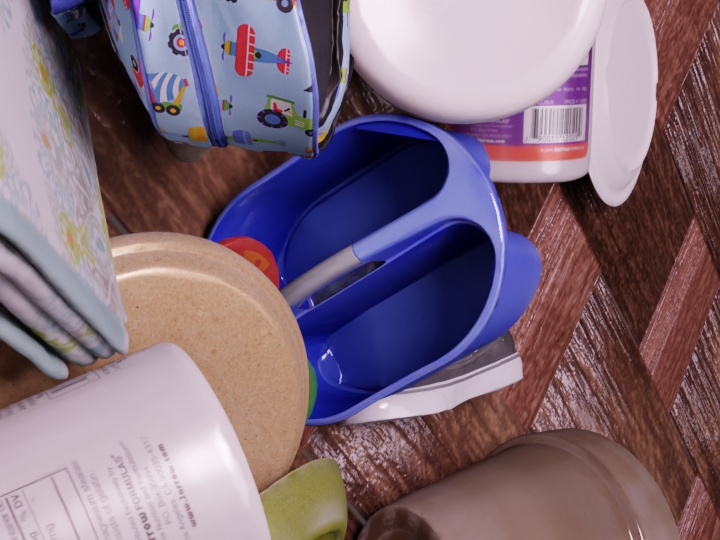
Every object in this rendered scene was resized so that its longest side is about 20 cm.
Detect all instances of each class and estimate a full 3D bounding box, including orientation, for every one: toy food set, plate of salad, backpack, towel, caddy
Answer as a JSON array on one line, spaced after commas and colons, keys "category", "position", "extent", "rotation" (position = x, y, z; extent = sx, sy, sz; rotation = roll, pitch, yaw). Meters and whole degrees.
[{"category": "toy food set", "position": [-0.111, 0.071, 0.721], "extent": [0.200, 0.049, 0.198], "rotation": [16, 98, -34]}, {"category": "plate of salad", "position": [0.200, -0.152, 1.172], "extent": [0.200, 0.048, 0.200], "rotation": [-10, 102, -63]}, {"category": "backpack", "position": [-0.074, -0.142, 0.627], "extent": [0.183, 0.134, 0.200], "rotation": [-162, -119, -86]}, {"category": "towel", "position": [-0.150, -0.060, 0.581], "extent": [0.200, 0.048, 0.171], "rotation": [70, 4, -68]}, {"category": "caddy", "position": [0.000, 0.000, 0.797], "extent": [0.105, 0.200, 0.142], "rotation": [-8, 68, -61]}]

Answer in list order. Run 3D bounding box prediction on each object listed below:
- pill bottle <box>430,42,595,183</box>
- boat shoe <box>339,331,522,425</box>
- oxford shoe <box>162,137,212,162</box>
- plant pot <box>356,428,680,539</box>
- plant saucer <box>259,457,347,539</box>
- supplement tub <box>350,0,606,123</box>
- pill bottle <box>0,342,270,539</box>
[{"category": "pill bottle", "position": [0.104, -0.164, 0.973], "extent": [0.111, 0.111, 0.200], "rotation": [-14, 108, -53]}, {"category": "boat shoe", "position": [0.048, 0.061, 0.990], "extent": [0.200, 0.070, 0.066], "rotation": [-11, 89, -51]}, {"category": "oxford shoe", "position": [-0.065, -0.145, 0.795], "extent": [0.200, 0.070, 0.075], "rotation": [-60, 170, -34]}, {"category": "plant pot", "position": [0.093, 0.215, 1.003], "extent": [0.173, 0.200, 0.200], "rotation": [0, 97, -38]}, {"category": "plant saucer", "position": [-0.071, 0.187, 0.782], "extent": [0.200, 0.031, 0.200], "rotation": [-45, 163, -18]}, {"category": "supplement tub", "position": [0.057, -0.155, 0.815], "extent": [0.200, 0.145, 0.145], "rotation": [-73, 168, -84]}, {"category": "pill bottle", "position": [-0.149, 0.119, 0.617], "extent": [0.200, 0.114, 0.115], "rotation": [-23, 120, -17]}]
